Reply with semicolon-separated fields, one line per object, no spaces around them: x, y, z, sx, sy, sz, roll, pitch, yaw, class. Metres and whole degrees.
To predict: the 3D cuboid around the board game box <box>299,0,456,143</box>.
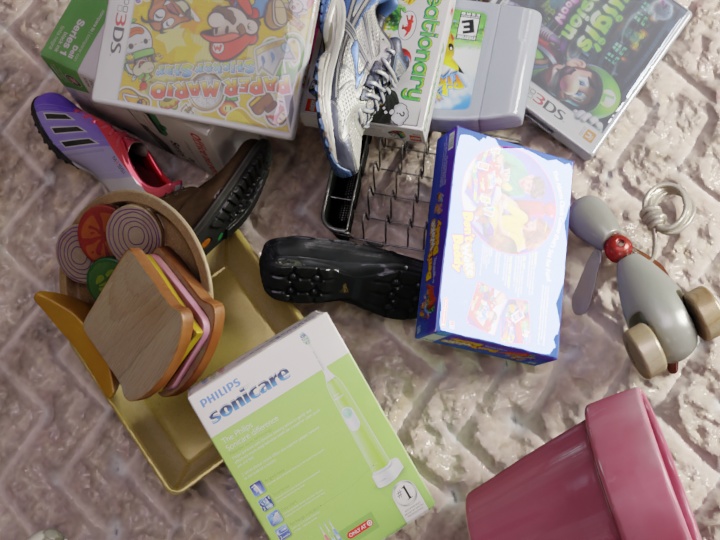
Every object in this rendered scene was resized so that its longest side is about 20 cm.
0.022;-0.231;1.263;0.125;0.035;0.203;9;75;12;board game box

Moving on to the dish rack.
0.070;-0.088;1.297;0.197;0.055;0.155;10;72;8;dish rack

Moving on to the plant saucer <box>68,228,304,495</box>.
-0.150;0.087;1.255;0.199;0.049;0.201;-36;71;-8;plant saucer

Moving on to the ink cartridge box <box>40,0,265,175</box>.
-0.201;-0.182;1.302;0.198;0.146;0.085;27;79;13;ink cartridge box

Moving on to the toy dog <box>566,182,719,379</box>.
0.269;0.023;1.237;0.130;0.097;0.202;-9;55;4;toy dog

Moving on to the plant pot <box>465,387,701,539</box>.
0.195;0.225;1.114;0.177;0.200;0.202;-22;69;13;plant pot

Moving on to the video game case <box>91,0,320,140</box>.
-0.140;-0.229;1.196;0.197;0.023;0.185;11;93;8;video game case

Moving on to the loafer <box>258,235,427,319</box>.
0.000;0.000;1.252;0.198;0.069;0.071;7;37;-13;loafer

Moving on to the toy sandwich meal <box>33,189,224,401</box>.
-0.215;0.027;1.175;0.203;0.070;0.208;5;101;30;toy sandwich meal

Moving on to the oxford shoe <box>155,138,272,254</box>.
-0.162;-0.059;1.245;0.084;0.073;0.201;35;76;17;oxford shoe

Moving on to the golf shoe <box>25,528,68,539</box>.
-0.362;0.299;1.183;0.097;0.078;0.200;40;77;22;golf shoe

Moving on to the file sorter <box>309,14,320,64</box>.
-0.090;-0.322;1.310;0.137;0.127;0.201;10;39;8;file sorter

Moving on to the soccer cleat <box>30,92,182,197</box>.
-0.257;-0.124;1.315;0.200;0.068;0.073;46;123;14;soccer cleat

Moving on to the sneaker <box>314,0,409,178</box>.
0.003;-0.185;1.197;0.084;0.077;0.203;0;75;6;sneaker

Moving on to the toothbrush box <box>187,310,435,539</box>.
-0.046;0.159;1.166;0.145;0.086;0.201;-31;95;-7;toothbrush box

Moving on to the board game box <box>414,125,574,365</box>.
0.131;-0.022;1.237;0.133;0.045;0.203;14;73;-21;board game box

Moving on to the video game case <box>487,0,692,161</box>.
0.220;-0.244;1.339;0.181;0.023;0.201;36;76;3;video game case

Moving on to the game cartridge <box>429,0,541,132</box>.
0.073;-0.207;1.285;0.197;0.040;0.135;9;78;12;game cartridge
